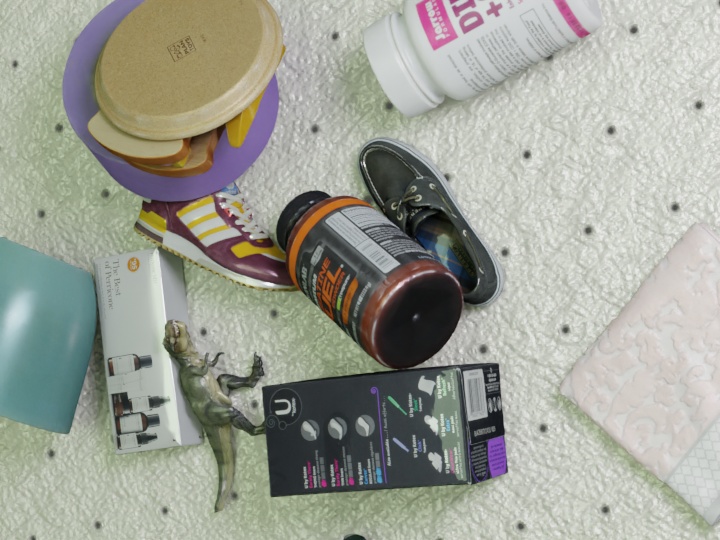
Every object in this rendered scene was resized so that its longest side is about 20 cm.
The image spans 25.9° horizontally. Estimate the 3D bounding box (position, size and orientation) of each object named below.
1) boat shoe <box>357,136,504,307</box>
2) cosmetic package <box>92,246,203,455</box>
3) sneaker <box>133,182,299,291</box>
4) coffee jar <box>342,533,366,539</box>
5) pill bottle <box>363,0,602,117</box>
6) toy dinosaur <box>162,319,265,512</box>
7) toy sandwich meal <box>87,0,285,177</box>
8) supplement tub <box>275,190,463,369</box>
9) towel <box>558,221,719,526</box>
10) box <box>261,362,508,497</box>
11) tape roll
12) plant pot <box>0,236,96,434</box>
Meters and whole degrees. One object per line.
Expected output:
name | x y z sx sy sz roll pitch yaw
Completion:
boat shoe | 0.062 -0.050 1.476 0.069 0.057 0.200 -44 73 15
cosmetic package | -0.217 0.082 1.593 0.082 0.051 0.202 -10 84 21
sneaker | -0.133 -0.045 1.551 0.199 0.075 0.091 23 97 20
coffee jar | -0.002 0.359 1.471 0.104 0.085 0.201 -32 76 19
pill bottle | 0.110 -0.226 1.433 0.199 0.113 0.114 -27 78 20
toy dinosaur | -0.133 0.133 1.556 0.087 0.047 0.202 -16 99 6
toy sandwich meal | -0.156 -0.178 1.452 0.203 0.070 0.207 -9 55 12
supplement tub | 0.000 0.000 1.450 0.200 0.106 0.108 40 104 45
towel | 0.303 0.092 1.383 0.191 0.032 0.200 43 103 19
box | 0.024 0.147 1.449 0.198 0.122 0.107 -7 86 22
tape roll | -0.185 -0.175 1.537 0.198 0.085 0.202 -5 66 12
plant pot | -0.357 0.054 1.583 0.199 0.200 0.162 20 85 22
